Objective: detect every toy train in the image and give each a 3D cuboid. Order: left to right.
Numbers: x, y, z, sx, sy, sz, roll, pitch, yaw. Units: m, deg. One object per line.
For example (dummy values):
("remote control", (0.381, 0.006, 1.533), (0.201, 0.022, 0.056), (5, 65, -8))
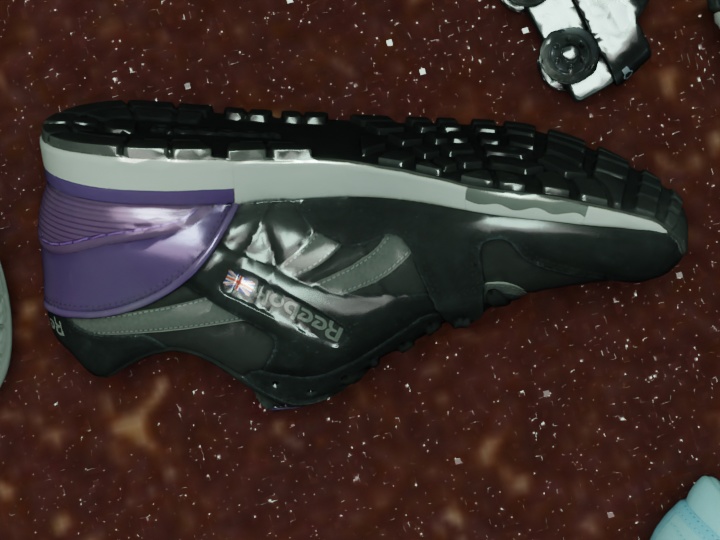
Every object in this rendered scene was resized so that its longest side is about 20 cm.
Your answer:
("toy train", (0.036, -0.148, 0.798), (0.046, 0.034, 0.200), (-28, 91, 1))

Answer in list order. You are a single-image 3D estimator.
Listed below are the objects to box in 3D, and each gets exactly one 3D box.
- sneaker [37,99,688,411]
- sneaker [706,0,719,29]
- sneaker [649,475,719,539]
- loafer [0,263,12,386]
("sneaker", (0.000, 0.000, 0.798), (0.199, 0.076, 0.088), (5, 107, 6))
("sneaker", (0.194, -0.062, 0.742), (0.076, 0.200, 0.077), (-26, 107, -37))
("sneaker", (0.178, 0.122, 0.784), (0.199, 0.074, 0.082), (21, 96, 1))
("loafer", (-0.181, -0.033, 0.803), (0.075, 0.070, 0.200), (-36, 103, -22))
